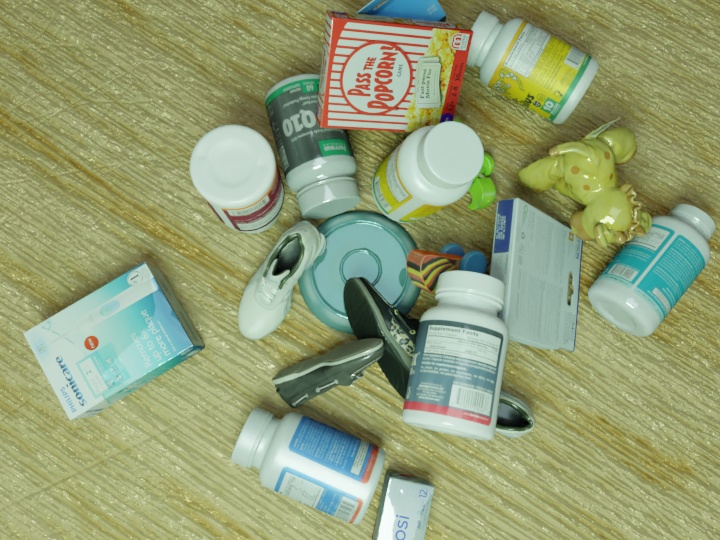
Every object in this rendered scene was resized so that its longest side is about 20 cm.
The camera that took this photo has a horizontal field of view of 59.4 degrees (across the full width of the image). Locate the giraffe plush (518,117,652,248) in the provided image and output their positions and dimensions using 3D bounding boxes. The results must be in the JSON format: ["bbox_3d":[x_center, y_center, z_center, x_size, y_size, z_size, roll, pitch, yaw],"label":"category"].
[{"bbox_3d":[0.353,-0.113,0.932,0.172,0.200,0.162,-21,86,-3],"label":"giraffe plush"}]

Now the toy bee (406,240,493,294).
[{"bbox_3d":[0.159,0.017,0.950,0.200,0.131,0.109,0,105,-12],"label":"toy bee"}]

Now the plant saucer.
[{"bbox_3d":[0.000,0.000,0.989,0.200,0.027,0.200,0,80,-2],"label":"plant saucer"}]

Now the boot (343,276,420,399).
[{"bbox_3d":[0.079,0.081,0.941,0.154,0.073,0.204,-21,69,-34],"label":"boot"}]

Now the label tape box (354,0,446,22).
[{"bbox_3d":[0.055,-0.345,0.960,0.143,0.200,0.066,-39,82,-7],"label":"label tape box"}]

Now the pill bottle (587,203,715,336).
[{"bbox_3d":[0.448,-0.006,0.958,0.111,0.111,0.200,42,82,5],"label":"pill bottle"}]

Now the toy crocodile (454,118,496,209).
[{"bbox_3d":[0.149,-0.187,1.010,0.067,0.062,0.200,-28,77,-46],"label":"toy crocodile"}]

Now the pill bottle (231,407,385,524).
[{"bbox_3d":[-0.075,0.269,0.898,0.200,0.112,0.112,23,81,2],"label":"pill bottle"}]

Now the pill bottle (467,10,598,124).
[{"bbox_3d":[0.262,-0.328,1.007,0.200,0.113,0.113,30,81,3],"label":"pill bottle"}]

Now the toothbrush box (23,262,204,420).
[{"bbox_3d":[-0.358,0.104,0.933,0.200,0.085,0.146,-31,82,-5],"label":"toothbrush box"}]

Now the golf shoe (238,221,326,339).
[{"bbox_3d":[-0.130,0.016,0.929,0.078,0.097,0.200,31,98,6],"label":"golf shoe"}]

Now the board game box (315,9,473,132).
[{"bbox_3d":[0.044,-0.276,0.893,0.200,0.046,0.152,-1,125,-14],"label":"board game box"}]

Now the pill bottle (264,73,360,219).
[{"bbox_3d":[-0.071,-0.188,0.975,0.113,0.113,0.200,-16,82,-4],"label":"pill bottle"}]

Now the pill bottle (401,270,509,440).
[{"bbox_3d":[0.129,0.109,0.821,0.119,0.120,0.200,13,74,1],"label":"pill bottle"}]

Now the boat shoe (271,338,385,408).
[{"bbox_3d":[-0.039,0.150,0.912,0.200,0.067,0.057,-23,100,30],"label":"boat shoe"}]

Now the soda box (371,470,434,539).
[{"bbox_3d":[0.050,0.397,0.903,0.068,0.063,0.200,12,81,-1],"label":"soda box"}]

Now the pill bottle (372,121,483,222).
[{"bbox_3d":[0.095,-0.141,0.911,0.113,0.200,0.113,2,82,-15],"label":"pill bottle"}]

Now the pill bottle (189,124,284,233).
[{"bbox_3d":[-0.170,-0.122,0.917,0.114,0.200,0.114,0,80,-2],"label":"pill bottle"}]

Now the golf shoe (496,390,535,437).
[{"bbox_3d":[0.162,0.189,0.926,0.200,0.097,0.078,16,82,3],"label":"golf shoe"}]

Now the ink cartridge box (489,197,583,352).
[{"bbox_3d":[0.264,0.014,0.949,0.200,0.041,0.200,18,75,-42],"label":"ink cartridge box"}]
